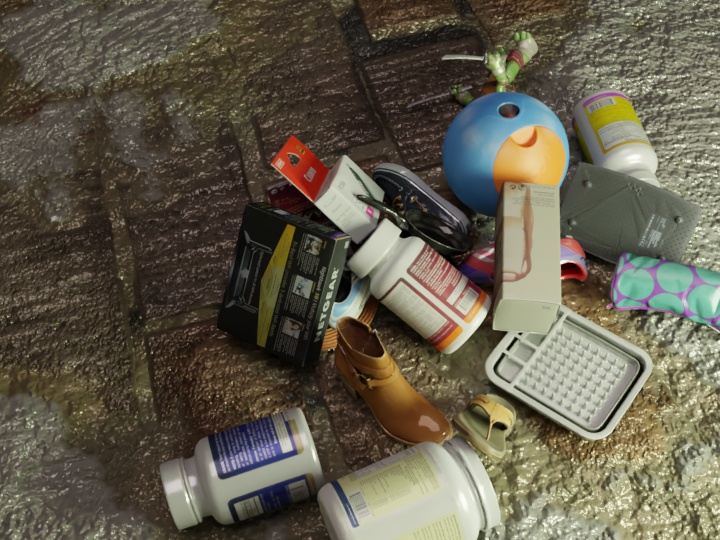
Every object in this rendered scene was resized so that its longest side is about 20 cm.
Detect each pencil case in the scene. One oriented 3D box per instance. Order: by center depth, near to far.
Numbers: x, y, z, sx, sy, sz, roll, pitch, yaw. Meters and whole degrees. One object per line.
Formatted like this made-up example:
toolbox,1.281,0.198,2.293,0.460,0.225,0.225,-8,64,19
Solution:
pencil case,0.472,0.036,1.417,0.200,0.085,0.093,14,92,16

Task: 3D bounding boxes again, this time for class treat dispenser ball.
treat dispenser ball,0.231,-0.184,1.529,0.201,0.201,0.201,-2,53,3

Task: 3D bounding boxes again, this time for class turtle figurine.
turtle figurine,0.215,-0.355,1.694,0.200,0.144,0.194,25,55,17

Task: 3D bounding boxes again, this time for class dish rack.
dish rack,0.297,0.146,1.375,0.200,0.044,0.172,30,60,24

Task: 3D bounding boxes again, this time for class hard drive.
hard drive,0.413,-0.078,1.488,0.200,0.135,0.042,24,16,19

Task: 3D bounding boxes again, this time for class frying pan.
frying pan,0.088,-0.060,1.433,0.190,0.031,0.115,8,29,-37

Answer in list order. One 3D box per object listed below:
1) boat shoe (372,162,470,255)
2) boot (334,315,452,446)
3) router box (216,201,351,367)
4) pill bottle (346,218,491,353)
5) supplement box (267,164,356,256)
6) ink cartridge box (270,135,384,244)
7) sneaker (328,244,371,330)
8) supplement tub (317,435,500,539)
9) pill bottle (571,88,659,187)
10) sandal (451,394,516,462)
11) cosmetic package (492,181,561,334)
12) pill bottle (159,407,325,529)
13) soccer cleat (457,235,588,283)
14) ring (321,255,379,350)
boat shoe,0.076,-0.098,1.555,0.200,0.071,0.091,36,60,25
boot,0.040,0.155,1.317,0.200,0.155,0.074,30,60,24
router box,-0.114,0.018,1.396,0.157,0.200,0.052,23,17,22
pill bottle,0.084,0.021,1.397,0.200,0.110,0.110,40,62,-3
supplement box,-0.080,-0.081,1.516,0.109,0.061,0.200,-22,35,3
ink cartridge box,-0.044,-0.140,1.461,0.044,0.174,0.200,-43,11,18
sneaker,0.000,0.000,1.460,0.072,0.073,0.200,7,51,40
supplement tub,0.060,0.305,1.211,0.200,0.145,0.145,-21,55,-11
pill bottle,0.426,-0.199,1.585,0.104,0.104,0.200,-9,54,-3
sandal,0.175,0.194,1.272,0.080,0.054,0.200,34,17,11
cosmetic package,0.241,-0.019,1.396,0.087,0.103,0.200,5,59,1
pill bottle,-0.157,0.268,1.272,0.200,0.120,0.120,-17,54,-9
soccer cleat,0.252,-0.005,1.477,0.200,0.067,0.077,-9,48,-7
ring,-0.069,0.044,1.495,0.200,0.019,0.201,-2,54,3
